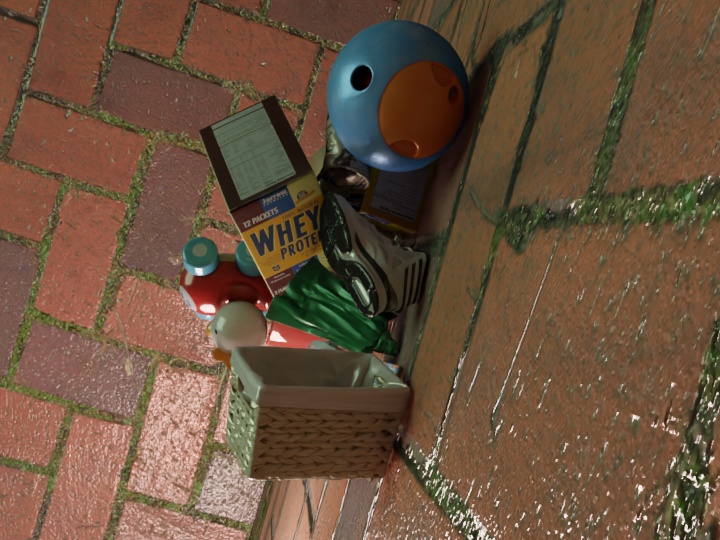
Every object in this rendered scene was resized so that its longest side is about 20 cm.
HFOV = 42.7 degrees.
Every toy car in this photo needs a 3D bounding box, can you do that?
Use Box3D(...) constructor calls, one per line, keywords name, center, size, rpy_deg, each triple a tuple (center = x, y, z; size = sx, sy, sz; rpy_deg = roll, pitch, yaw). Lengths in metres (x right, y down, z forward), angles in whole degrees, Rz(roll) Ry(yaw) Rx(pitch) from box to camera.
Box3D(name="toy car", center=(-0.222, 0.077, 1.551), size=(0.185, 0.173, 0.203), rpy_deg=(96, 174, -58))

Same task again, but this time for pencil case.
Box3D(name="pencil case", center=(-0.019, -0.220, 1.396), size=(0.089, 0.077, 0.204), rpy_deg=(-15, 62, 42))

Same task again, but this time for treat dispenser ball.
Box3D(name="treat dispenser ball", center=(0.052, -0.239, 1.269), size=(0.201, 0.197, 0.205), rpy_deg=(-163, 90, -84))

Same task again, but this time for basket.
Box3D(name="basket", center=(-0.058, 0.175, 1.126), size=(0.135, 0.197, 0.126), rpy_deg=(-144, 61, -62))

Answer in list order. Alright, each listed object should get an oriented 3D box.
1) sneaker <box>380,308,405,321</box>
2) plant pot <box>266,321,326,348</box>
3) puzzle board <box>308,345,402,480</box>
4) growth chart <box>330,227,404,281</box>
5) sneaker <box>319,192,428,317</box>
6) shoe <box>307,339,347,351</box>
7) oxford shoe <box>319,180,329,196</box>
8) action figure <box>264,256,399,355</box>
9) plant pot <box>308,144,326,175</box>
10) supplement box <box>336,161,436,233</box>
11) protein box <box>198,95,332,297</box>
Box3D(name="sneaker", center=(0.030, 0.034, 1.378), size=(0.084, 0.080, 0.201), rpy_deg=(-58, 0, -37))
Box3D(name="plant pot", center=(-0.054, 0.057, 1.600), size=(0.200, 0.174, 0.204), rpy_deg=(-164, 90, -84))
Box3D(name="puzzle board", center=(-0.032, 0.190, 1.272), size=(0.198, 0.017, 0.153), rpy_deg=(6, 78, 50))
Box3D(name="growth chart", center=(0.000, 0.000, 1.484), size=(0.018, 0.143, 0.203), rpy_deg=(-19, 52, 52))
Box3D(name="sneaker", center=(0.022, -0.025, 1.272), size=(0.202, 0.114, 0.076), rpy_deg=(63, 143, 30))
Box3D(name="shoe", center=(0.001, 0.159, 1.338), size=(0.199, 0.090, 0.073), rpy_deg=(25, 91, 55))
Box3D(name="oxford shoe", center=(-0.005, -0.192, 1.533), size=(0.201, 0.075, 0.058), rpy_deg=(-53, 23, 6))
Box3D(name="action figure", center=(-0.027, 0.070, 1.321), size=(0.119, 0.198, 0.055), rpy_deg=(-53, -29, -16))
Box3D(name="plant pot", center=(-0.011, -0.126, 1.820), size=(0.188, 0.183, 0.202), rpy_deg=(113, 157, -46))
Box3D(name="supplement box", center=(0.045, -0.173, 1.450), size=(0.109, 0.107, 0.204), rpy_deg=(10, 82, 60))
Box3D(name="protein box", center=(-0.131, -0.113, 1.410), size=(0.200, 0.133, 0.201), rpy_deg=(68, 176, -47))
